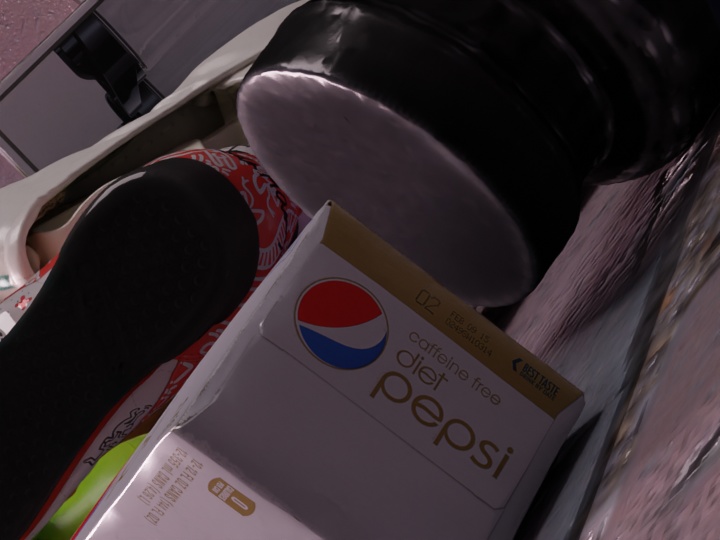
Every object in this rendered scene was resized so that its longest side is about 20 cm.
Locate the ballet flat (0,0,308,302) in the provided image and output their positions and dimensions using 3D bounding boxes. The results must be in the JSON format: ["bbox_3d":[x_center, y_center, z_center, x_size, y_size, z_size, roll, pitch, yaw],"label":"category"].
[{"bbox_3d":[-0.051,-0.039,0.745,0.199,0.070,0.069,-32,-5,-21],"label":"ballet flat"}]

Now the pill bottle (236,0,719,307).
[{"bbox_3d":[0.058,-0.094,0.520,0.201,0.112,0.112,-55,3,-22],"label":"pill bottle"}]

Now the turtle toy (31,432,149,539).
[{"bbox_3d":[-0.118,0.137,0.709,0.201,0.101,0.146,-54,34,1],"label":"turtle toy"}]

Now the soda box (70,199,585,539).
[{"bbox_3d":[-0.028,0.067,0.473,0.064,0.068,0.200,-56,3,-32],"label":"soda box"}]

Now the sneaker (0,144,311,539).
[{"bbox_3d":[-0.091,0.034,0.668,0.201,0.067,0.108,-42,-6,22],"label":"sneaker"}]

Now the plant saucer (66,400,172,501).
[{"bbox_3d":[-0.084,0.104,0.860,0.201,0.032,0.201,-61,-12,-21],"label":"plant saucer"}]

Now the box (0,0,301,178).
[{"bbox_3d":[-0.046,-0.088,0.831,0.200,0.117,0.060,-43,7,-4],"label":"box"}]
